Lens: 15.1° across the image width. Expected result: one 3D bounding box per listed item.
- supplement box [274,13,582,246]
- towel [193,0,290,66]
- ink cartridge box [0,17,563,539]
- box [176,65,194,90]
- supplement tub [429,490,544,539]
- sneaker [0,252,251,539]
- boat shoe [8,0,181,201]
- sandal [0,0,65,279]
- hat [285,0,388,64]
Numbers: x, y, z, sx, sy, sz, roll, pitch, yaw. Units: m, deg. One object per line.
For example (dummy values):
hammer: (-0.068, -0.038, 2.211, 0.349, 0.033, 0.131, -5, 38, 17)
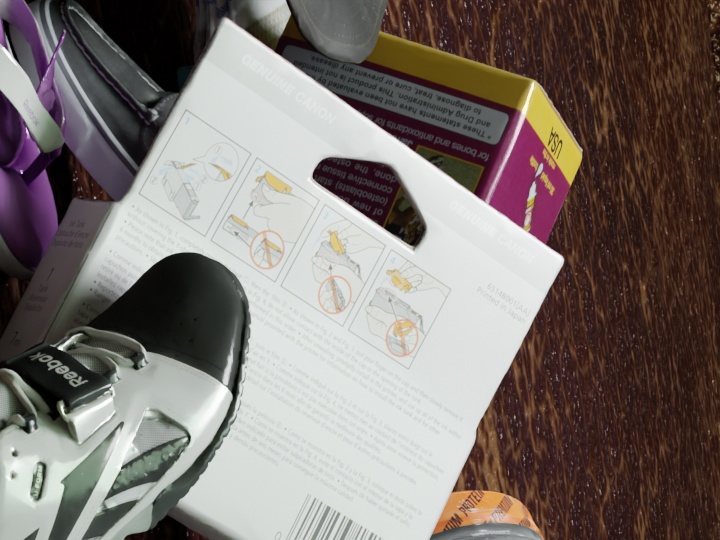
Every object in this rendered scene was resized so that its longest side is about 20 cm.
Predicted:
supplement box: (0.000, 0.000, 1.246, 0.201, 0.131, 0.103, -66, 157, -10)
towel: (-0.041, -0.152, 1.282, 0.147, 0.024, 0.201, -39, 131, -53)
ink cartridge box: (-0.033, 0.023, 1.109, 0.200, 0.045, 0.177, 34, 76, -29)
box: (-0.046, -0.002, 1.361, 0.082, 0.049, 0.201, 6, 77, -74)
supplement tub: (0.062, 0.203, 1.179, 0.123, 0.122, 0.200, 60, 8, -54)
sneaker: (-0.111, 0.060, 0.978, 0.200, 0.074, 0.089, -58, 134, -26)
boat shoe: (-0.066, -0.042, 1.151, 0.200, 0.066, 0.070, 54, 14, -2)
sandal: (-0.142, -0.090, 1.064, 0.083, 0.050, 0.203, -63, 143, -63)
hat: (-0.030, -0.189, 1.171, 0.201, 0.081, 0.201, 8, 90, -72)
